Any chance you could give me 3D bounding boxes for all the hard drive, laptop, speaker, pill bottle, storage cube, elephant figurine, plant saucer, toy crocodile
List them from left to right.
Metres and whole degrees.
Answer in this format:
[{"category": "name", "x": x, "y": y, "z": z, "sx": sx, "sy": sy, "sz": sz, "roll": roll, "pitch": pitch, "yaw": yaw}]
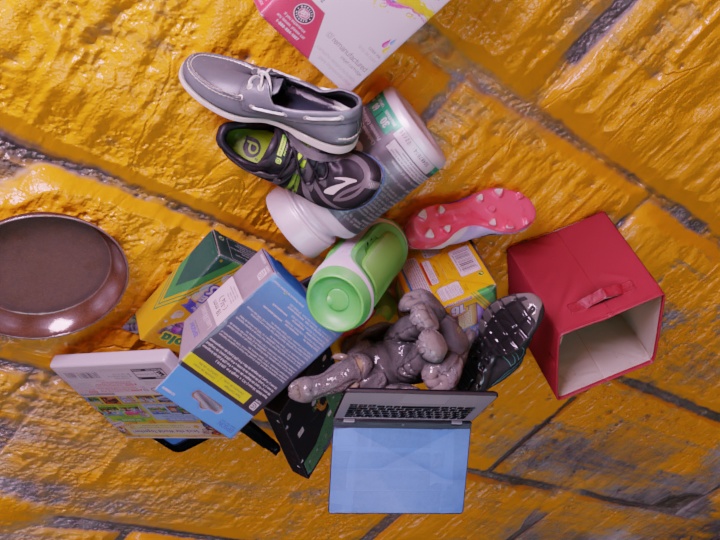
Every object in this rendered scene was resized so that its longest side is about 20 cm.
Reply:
[{"category": "plant saucer", "x": -0.375, "y": 0.002, "z": 1.008, "sx": 0.197, "sy": 0.035, "sz": 0.202, "roll": -14, "pitch": 139, "yaw": -12}, {"category": "hard drive", "x": -0.079, "y": 0.212, "z": 1.315, "sx": 0.140, "sy": 0.037, "sz": 0.201, "roll": -56, "pitch": 150, "yaw": -29}, {"category": "toy crocodile", "x": -0.026, "y": 0.065, "z": 1.192, "sx": 0.199, "sy": 0.062, "sz": 0.068, "roll": -15, "pitch": 152, "yaw": -51}, {"category": "pill bottle", "x": -0.007, "y": -0.111, "z": 1.008, "sx": 0.199, "sy": 0.114, "sz": 0.113, "roll": -37, "pitch": 138, "yaw": 14}, {"category": "speaker", "x": 0.000, "y": 0.000, "z": 1.066, "sx": 0.087, "sy": 0.200, "sz": 0.090, "roll": 7, "pitch": 114, "yaw": 16}, {"category": "elephant figurine", "x": 0.031, "y": 0.120, "z": 1.102, "sx": 0.199, "sy": 0.142, "sz": 0.155, "roll": -31, "pitch": 116, "yaw": 23}, {"category": "laptop", "x": 0.060, "y": 0.230, "z": 1.068, "sx": 0.184, "sy": 0.118, "sz": 0.200, "roll": 2, "pitch": 156, "yaw": -8}, {"category": "storage cube", "x": 0.334, "y": 0.054, "z": 1.301, "sx": 0.169, "sy": 0.181, "sz": 0.201, "roll": -20, "pitch": 141, "yaw": -4}]

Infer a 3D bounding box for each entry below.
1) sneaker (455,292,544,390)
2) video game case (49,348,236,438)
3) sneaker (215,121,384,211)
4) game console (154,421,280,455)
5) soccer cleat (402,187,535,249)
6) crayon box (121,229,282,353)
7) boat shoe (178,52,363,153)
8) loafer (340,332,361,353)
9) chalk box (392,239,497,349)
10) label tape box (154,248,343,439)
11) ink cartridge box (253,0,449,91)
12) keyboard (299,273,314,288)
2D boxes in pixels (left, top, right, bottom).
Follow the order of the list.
[{"category": "sneaker", "x": 0.198, "y": 0.099, "z": 1.189, "sx": 0.078, "sy": 0.076, "sz": 0.201, "roll": -8, "pitch": 144, "yaw": -39}, {"category": "video game case", "x": -0.287, "y": 0.169, "z": 1.145, "sx": 0.197, "sy": 0.023, "sz": 0.183, "roll": -6, "pitch": 137, "yaw": 27}, {"category": "sneaker", "x": -0.070, "y": -0.115, "z": 0.924, "sx": 0.083, "sy": 0.197, "sz": 0.072, "roll": -5, "pitch": 114, "yaw": -76}, {"category": "game console", "x": -0.243, "y": 0.231, "z": 1.258, "sx": 0.117, "sy": 0.175, "sz": 0.200, "roll": -52, "pitch": 141, "yaw": -11}, {"category": "soccer cleat", "x": 0.148, "y": -0.068, "z": 1.181, "sx": 0.197, "sy": 0.068, "sz": 0.076, "roll": -12, "pitch": 170, "yaw": -23}, {"category": "crayon box", "x": -0.204, "y": 0.050, "z": 1.129, "sx": 0.200, "sy": 0.052, "sz": 0.125, "roll": -43, "pitch": 137, "yaw": 21}, {"category": "boat shoe", "x": -0.088, "y": -0.186, "z": 0.875, "sx": 0.197, "sy": 0.074, "sz": 0.062, "roll": 22, "pitch": 147, "yaw": -4}, {"category": "loafer", "x": 0.067, "y": 0.134, "z": 1.339, "sx": 0.197, "sy": 0.068, "sz": 0.077, "roll": -6, "pitch": 137, "yaw": -21}, {"category": "chalk box", "x": 0.123, "y": 0.063, "z": 1.248, "sx": 0.122, "sy": 0.125, "sz": 0.202, "roll": -19, "pitch": 138, "yaw": -7}, {"category": "label tape box", "x": -0.140, "y": 0.092, "z": 1.049, "sx": 0.200, "sy": 0.063, "sz": 0.144, "roll": -42, "pitch": 129, "yaw": 4}, {"category": "ink cartridge box", "x": 0.005, "y": -0.296, "z": 0.839, "sx": 0.199, "sy": 0.086, "sz": 0.147, "roll": -39, "pitch": 138, "yaw": 18}, {"category": "keyboard", "x": -0.100, "y": 0.056, "z": 1.156, "sx": 0.198, "sy": 0.021, "sz": 0.128, "roll": -28, "pitch": 161, "yaw": -28}]
